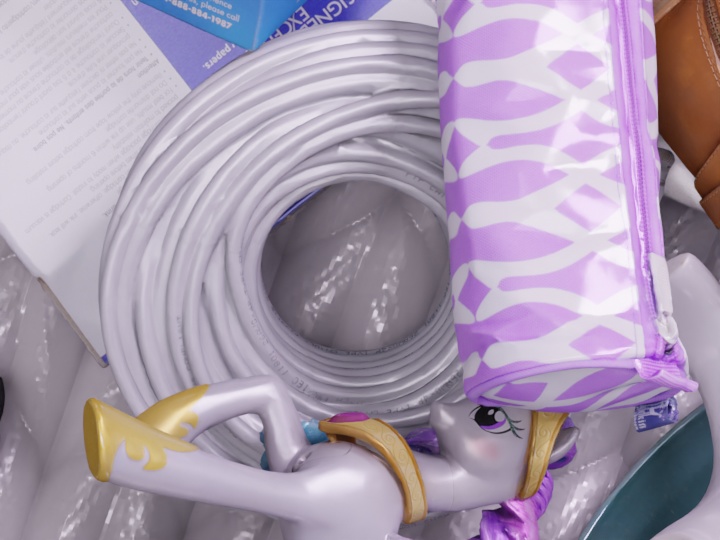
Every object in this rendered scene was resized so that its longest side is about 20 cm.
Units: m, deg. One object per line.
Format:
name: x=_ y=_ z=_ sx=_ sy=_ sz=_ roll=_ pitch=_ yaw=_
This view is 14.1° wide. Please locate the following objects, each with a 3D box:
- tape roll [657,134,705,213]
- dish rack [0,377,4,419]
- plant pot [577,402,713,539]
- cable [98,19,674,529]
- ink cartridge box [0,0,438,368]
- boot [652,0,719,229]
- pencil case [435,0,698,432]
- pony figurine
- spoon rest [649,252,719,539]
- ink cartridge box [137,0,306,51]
tape roll: x=0.167 y=-0.117 z=1.131 sx=0.202 sy=0.037 sz=0.203 roll=0 pitch=91 yaw=8
dish rack: x=-0.225 y=-0.011 z=1.152 sx=0.153 sy=0.055 sz=0.201 roll=-2 pitch=116 yaw=9
plant pot: x=0.180 y=0.143 z=1.077 sx=0.200 sy=0.200 sz=0.134 roll=-44 pitch=113 yaw=7
cable: x=0.000 y=0.000 z=1.116 sx=0.199 sy=0.069 sz=0.200 roll=15 pitch=106 yaw=-11
ink cartridge box: x=-0.087 y=-0.100 z=1.167 sx=0.197 sy=0.047 sz=0.200 roll=-38 pitch=89 yaw=7
boot: x=0.173 y=-0.091 z=1.021 sx=0.074 sy=0.200 sz=0.155 roll=-14 pitch=77 yaw=-34
pencil case: x=0.071 y=-0.045 z=1.019 sx=0.085 sy=0.084 sz=0.201 roll=-19 pitch=72 yaw=49
pony figurine: x=0.000 y=0.120 z=1.045 sx=0.199 sy=0.166 sz=0.194 roll=-5 pitch=94 yaw=-20
spoon rest: x=0.123 y=0.090 z=1.037 sx=0.061 sy=0.200 sz=0.099 roll=32 pitch=134 yaw=-32
ink cartridge box: x=-0.057 y=-0.195 z=1.048 sx=0.116 sy=0.067 sz=0.200 roll=25 pitch=129 yaw=15
